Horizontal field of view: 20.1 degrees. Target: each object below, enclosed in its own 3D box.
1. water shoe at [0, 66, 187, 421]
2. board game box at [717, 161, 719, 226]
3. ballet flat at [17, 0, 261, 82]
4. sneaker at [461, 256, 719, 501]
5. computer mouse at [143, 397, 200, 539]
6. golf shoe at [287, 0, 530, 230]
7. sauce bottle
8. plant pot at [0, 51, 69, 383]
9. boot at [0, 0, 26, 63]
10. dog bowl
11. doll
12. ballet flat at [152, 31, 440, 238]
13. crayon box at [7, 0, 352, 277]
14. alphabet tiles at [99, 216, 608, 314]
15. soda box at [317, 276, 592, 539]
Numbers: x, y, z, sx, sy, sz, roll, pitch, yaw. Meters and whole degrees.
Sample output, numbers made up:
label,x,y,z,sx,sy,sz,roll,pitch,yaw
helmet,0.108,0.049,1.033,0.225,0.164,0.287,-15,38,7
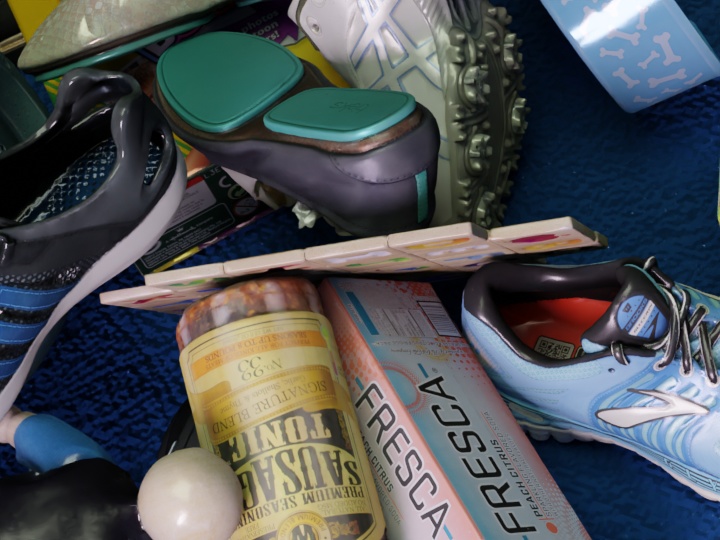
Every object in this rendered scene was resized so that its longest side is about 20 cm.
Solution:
label,x,y,z,sx,sy,sz,roll,pitch,yaw
water shoe,-0.153,0.001,0.788,0.071,0.079,0.200,30,70,28
board game box,0.187,-0.082,0.878,0.047,0.102,0.200,-2,59,18
ballet flat,-0.072,-0.147,0.955,0.199,0.063,0.067,-18,12,1
sneaker,0.127,0.040,0.829,0.199,0.090,0.079,8,62,24
computer mouse,-0.030,0.125,0.837,0.140,0.046,0.200,23,45,-2
golf shoe,0.018,-0.102,0.914,0.097,0.201,0.078,0,20,25
sauce bottle,-0.020,0.103,0.787,0.066,0.066,0.200,-20,70,6
plant pot,-0.197,-0.022,0.904,0.134,0.200,0.201,-28,54,8
boot,-0.212,-0.167,1.047,0.077,0.138,0.200,32,72,32
dog bowl,0.099,-0.154,0.954,0.050,0.111,0.200,-35,54,12
doll,-0.138,0.108,0.775,0.200,0.048,0.137,-20,45,15
ballet flat,-0.029,-0.053,0.882,0.073,0.073,0.200,-47,34,-13
crayon box,-0.057,-0.117,1.010,0.200,0.058,0.173,-29,54,0
alphabet tiles,0.000,0.000,0.862,0.199,0.166,0.006,-9,83,14
soda box,0.034,0.096,0.822,0.068,0.063,0.200,-54,51,31
